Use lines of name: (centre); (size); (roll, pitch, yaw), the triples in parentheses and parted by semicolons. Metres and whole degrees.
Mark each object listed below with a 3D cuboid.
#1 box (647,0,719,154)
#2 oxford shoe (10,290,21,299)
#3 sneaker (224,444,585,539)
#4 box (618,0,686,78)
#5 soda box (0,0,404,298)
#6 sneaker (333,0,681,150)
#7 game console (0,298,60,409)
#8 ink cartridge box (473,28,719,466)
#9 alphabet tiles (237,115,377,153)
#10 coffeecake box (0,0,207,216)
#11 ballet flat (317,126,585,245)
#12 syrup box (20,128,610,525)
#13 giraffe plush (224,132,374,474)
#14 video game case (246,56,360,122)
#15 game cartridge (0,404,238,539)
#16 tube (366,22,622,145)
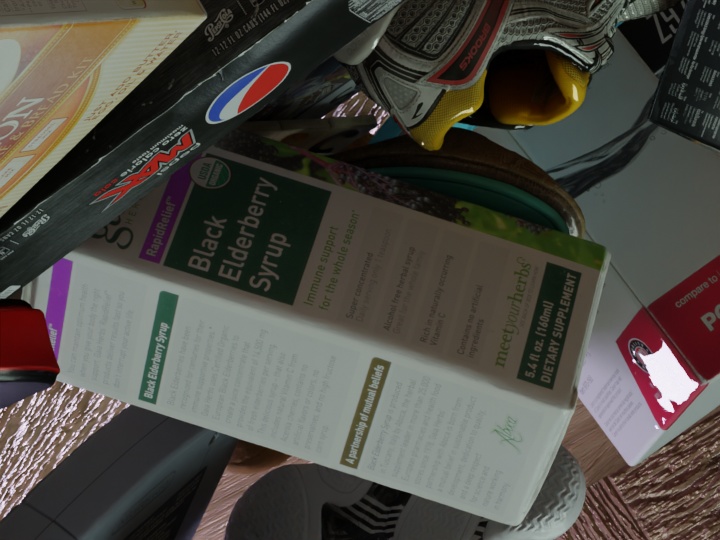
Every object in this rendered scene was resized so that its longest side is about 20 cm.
box: (0.180, -0.155, 1.039); (0.200, 0.049, 0.160); (94, 20, -71)
oxford shoe: (-0.170, 0.046, 1.012); (0.199, 0.073, 0.071); (-21, 165, -22)
sneaker: (0.041, 0.127, 1.192); (0.199, 0.076, 0.115); (-16, 143, 37)
box: (0.212, -0.146, 1.352); (0.160, 0.044, 0.200); (-40, 166, 28)
soda box: (-0.083, -0.066, 0.844); (0.200, 0.071, 0.063); (-36, 167, 10)
sneaker: (0.065, -0.092, 0.978); (0.199, 0.082, 0.078); (-21, 163, -44)
game console: (-0.204, 0.045, 0.850); (0.176, 0.031, 0.200); (-9, 174, -23)
ink cartridge box: (0.115, -0.024, 1.218); (0.083, 0.200, 0.145); (-33, 169, -17)
alphabet tiles: (-0.092, -0.016, 1.089); (0.200, 0.006, 0.166); (-32, 165, 33)
coffeecake box: (-0.164, -0.049, 0.703); (0.153, 0.073, 0.200); (-39, 166, 30)
ballet flat: (0.001, -0.025, 0.999); (0.199, 0.068, 0.072); (-12, -149, 29)
syrup box: (-0.018, 0.013, 0.930); (0.082, 0.199, 0.079); (108, 0, -50)
giraffe plush: (-0.033, 0.032, 1.247); (0.161, 0.173, 0.200); (-23, -158, -1)
video game case: (-0.001, -0.113, 0.983); (0.180, 0.026, 0.200); (-34, 168, 3)
game cartridge: (-0.122, 0.124, 1.133); (0.200, 0.041, 0.134); (-40, 156, -53)
tube: (0.066, -0.095, 1.095); (0.200, 0.050, 0.077); (-41, 169, -4)
